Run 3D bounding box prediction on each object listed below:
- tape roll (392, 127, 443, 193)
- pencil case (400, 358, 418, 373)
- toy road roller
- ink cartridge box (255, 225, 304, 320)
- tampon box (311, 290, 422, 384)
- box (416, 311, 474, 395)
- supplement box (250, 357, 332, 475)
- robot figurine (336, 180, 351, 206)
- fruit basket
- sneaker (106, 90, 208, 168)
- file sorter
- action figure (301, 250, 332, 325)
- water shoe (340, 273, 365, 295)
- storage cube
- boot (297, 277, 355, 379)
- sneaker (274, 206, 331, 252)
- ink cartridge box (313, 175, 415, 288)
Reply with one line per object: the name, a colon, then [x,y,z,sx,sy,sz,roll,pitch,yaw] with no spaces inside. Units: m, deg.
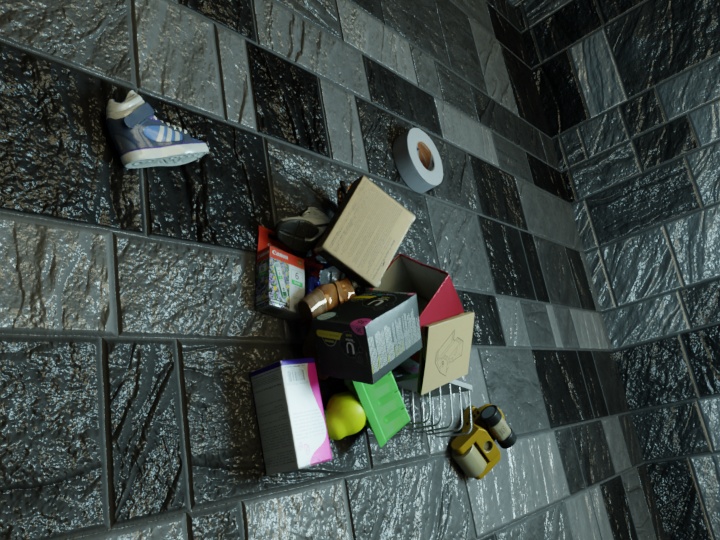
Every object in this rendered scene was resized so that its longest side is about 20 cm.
tape roll: [0.191,-0.363,1.983,0.198,0.065,0.206,27,53,-42]
pencil case: [0.169,0.247,1.620,0.198,0.089,0.085,35,46,-34]
toy road roller: [0.332,0.472,1.712,0.199,0.145,0.124,-42,108,-13]
ink cartridge box: [-0.177,-0.001,1.341,0.108,0.050,0.206,22,56,-45]
tampon box: [0.018,0.135,1.285,0.198,0.147,0.130,-25,111,-49]
box: [0.209,0.197,1.458,0.197,0.021,0.169,-10,109,-47]
supplement box: [-0.138,0.289,1.199,0.100,0.102,0.206,6,66,-50]
robot figurine: [-0.022,-0.128,1.526,0.056,0.147,0.204,-7,56,-7]
fruit basket: [-0.007,0.298,1.355,0.218,0.213,0.156,55,0,-15]
sneaker: [-0.400,-0.286,1.181,0.198,0.079,0.150,-20,91,-48]
file sorter: [0.182,0.348,1.547,0.198,0.137,0.128,25,56,-42]
action figure: [-0.091,0.025,1.404,0.065,0.098,0.205,26,51,-42]
water shoe: [0.000,0.000,1.542,0.071,0.078,0.205,32,49,-36]
storage cube: [0.131,0.102,1.486,0.201,0.169,0.181,-52,138,-18]
boot: [-0.060,0.128,1.355,0.153,0.072,0.206,-28,118,-46]
sneaker: [-0.137,-0.104,1.431,0.197,0.077,0.115,4,27,-42]
ink cartridge box: [0.010,-0.087,1.394,0.163,0.075,0.203,36,73,-16]
